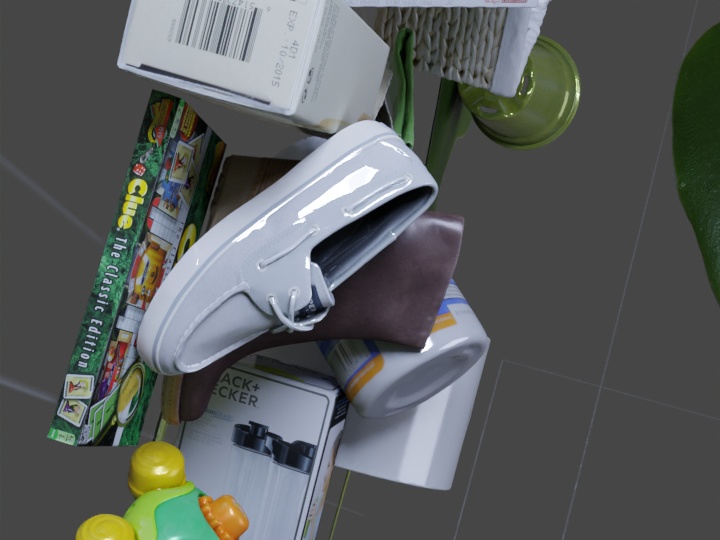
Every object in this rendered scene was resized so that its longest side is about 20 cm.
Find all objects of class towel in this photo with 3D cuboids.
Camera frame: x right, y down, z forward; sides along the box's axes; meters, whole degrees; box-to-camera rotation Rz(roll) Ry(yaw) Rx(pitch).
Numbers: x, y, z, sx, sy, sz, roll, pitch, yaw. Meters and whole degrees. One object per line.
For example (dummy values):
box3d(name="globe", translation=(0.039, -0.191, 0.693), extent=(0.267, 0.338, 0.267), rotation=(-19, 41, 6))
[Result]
box3d(name="towel", translation=(0.014, -0.113, 1.135), extent=(0.200, 0.030, 0.150), rotation=(110, -16, -52))

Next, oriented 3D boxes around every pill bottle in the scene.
box3d(name="pill bottle", translation=(0.000, 0.000, 0.888), extent=(0.112, 0.201, 0.112), rotation=(-26, 159, -11))

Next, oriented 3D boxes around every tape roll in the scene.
box3d(name="tape roll", translation=(0.001, 0.100, 1.043), extent=(0.203, 0.201, 0.140), rotation=(42, 64, -79))

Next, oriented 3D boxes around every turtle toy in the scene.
box3d(name="turtle toy", translation=(-0.130, 0.218, 0.762), extent=(0.200, 0.100, 0.147), rotation=(-61, 162, -56))

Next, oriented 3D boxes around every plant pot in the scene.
box3d(name="plant pot", translation=(0.247, -0.305, 1.958), extent=(0.184, 0.199, 0.202), rotation=(-5, 110, -67))

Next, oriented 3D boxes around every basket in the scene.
box3d(name="basket", translation=(0.117, -0.318, 1.202), extent=(0.199, 0.160, 0.201), rotation=(-65, 165, -45))

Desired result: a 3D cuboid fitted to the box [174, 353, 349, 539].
box3d(name="box", translation=(-0.087, 0.168, 0.900), extent=(0.060, 0.116, 0.201), rotation=(-7, 113, -77))

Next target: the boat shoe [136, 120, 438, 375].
box3d(name="boat shoe", translation=(-0.039, -0.001, 0.690), extent=(0.200, 0.069, 0.072), rotation=(-39, 148, -13))

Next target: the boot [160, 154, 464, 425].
box3d(name="boot", translation=(-0.035, 0.032, 0.779), extent=(0.072, 0.165, 0.201), rotation=(-103, -148, -69))

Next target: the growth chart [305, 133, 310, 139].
box3d(name="growth chart", translation=(-0.039, -0.072, 1.103), extent=(0.200, 0.018, 0.145), rotation=(84, 23, -65))

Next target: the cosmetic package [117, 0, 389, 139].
box3d(name="cosmetic package", translation=(-0.053, -0.125, 0.692), extent=(0.200, 0.105, 0.072), rotation=(-4, 110, -78))

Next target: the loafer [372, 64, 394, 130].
box3d(name="loafer", translation=(-0.011, -0.158, 0.955), extent=(0.200, 0.068, 0.076), rotation=(68, 37, -64))

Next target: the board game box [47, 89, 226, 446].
box3d(name="board game box", translation=(-0.128, 0.004, 0.699), extent=(0.105, 0.023, 0.201), rotation=(51, 54, -81))

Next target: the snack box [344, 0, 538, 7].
box3d(name="snack box", translation=(0.030, -0.214, 0.794), extent=(0.024, 0.199, 0.072), rotation=(-110, -158, -50))
